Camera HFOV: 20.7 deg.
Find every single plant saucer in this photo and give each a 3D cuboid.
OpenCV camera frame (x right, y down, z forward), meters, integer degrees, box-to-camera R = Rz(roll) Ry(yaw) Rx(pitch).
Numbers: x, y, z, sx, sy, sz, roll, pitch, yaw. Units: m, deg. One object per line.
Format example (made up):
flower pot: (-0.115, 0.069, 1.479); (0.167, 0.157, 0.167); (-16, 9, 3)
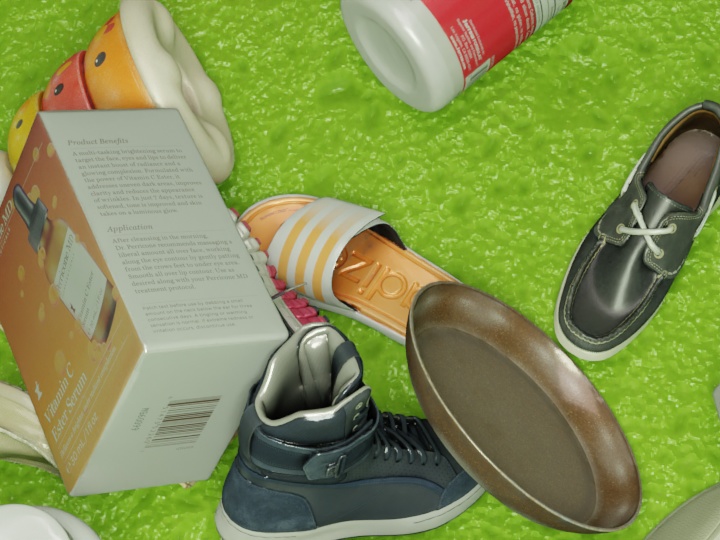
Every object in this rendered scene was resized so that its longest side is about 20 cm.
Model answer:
plant saucer: (0.099, 0.093, 1.262); (0.032, 0.199, 0.201); (-44, 63, 24)

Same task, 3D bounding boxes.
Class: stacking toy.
stacking toy: (-0.201, -0.091, 1.404); (0.199, 0.146, 0.147); (-27, 63, 8)

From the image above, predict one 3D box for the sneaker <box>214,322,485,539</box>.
sneaker: (0.012, 0.097, 1.242); (0.201, 0.147, 0.077); (-12, 43, -28)

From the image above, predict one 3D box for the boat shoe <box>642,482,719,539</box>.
boat shoe: (0.201, 0.212, 1.251); (0.068, 0.072, 0.200); (49, 64, -16)

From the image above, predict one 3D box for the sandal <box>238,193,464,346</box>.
sandal: (0.005, -0.007, 1.367); (0.205, 0.059, 0.080); (25, 68, 16)

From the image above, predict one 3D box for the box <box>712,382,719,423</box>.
box: (0.347, 0.131, 1.205); (0.197, 0.131, 0.202); (-1, 62, -16)

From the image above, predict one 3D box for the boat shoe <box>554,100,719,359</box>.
boat shoe: (0.195, -0.030, 1.353); (0.071, 0.068, 0.201); (31, 71, 16)

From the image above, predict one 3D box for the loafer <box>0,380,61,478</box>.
loafer: (-0.274, 0.106, 1.328); (0.198, 0.076, 0.069); (17, 69, 17)

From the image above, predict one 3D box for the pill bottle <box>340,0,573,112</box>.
pill bottle: (0.092, -0.216, 1.436); (0.200, 0.113, 0.112); (-40, 67, -15)

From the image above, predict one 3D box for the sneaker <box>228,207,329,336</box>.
sneaker: (-0.090, 0.022, 1.341); (0.074, 0.081, 0.200); (-31, 64, -28)

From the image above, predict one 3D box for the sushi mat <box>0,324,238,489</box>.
sushi mat: (-0.161, 0.058, 1.373); (0.200, 0.012, 0.096); (38, 72, 20)

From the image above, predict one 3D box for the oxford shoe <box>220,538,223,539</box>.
oxford shoe: (-0.008, 0.214, 1.260); (0.199, 0.058, 0.075); (30, 67, 16)

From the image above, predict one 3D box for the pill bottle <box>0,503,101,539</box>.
pill bottle: (-0.192, 0.212, 1.194); (0.108, 0.200, 0.110); (-2, 63, 3)

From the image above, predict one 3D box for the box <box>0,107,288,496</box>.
box: (-0.153, 0.018, 1.276); (0.106, 0.153, 0.201); (-4, 51, -34)
